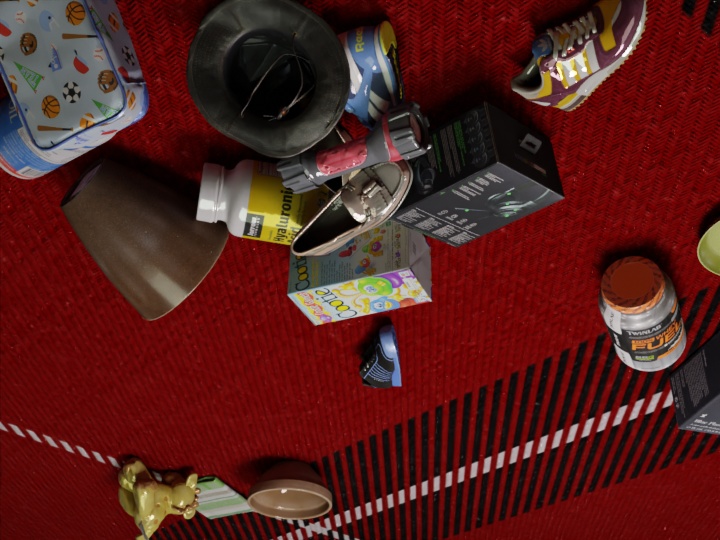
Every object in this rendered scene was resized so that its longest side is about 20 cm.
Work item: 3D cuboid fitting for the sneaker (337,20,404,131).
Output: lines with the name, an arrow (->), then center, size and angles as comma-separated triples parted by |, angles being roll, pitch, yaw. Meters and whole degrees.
sneaker -> 0.012, -0.224, 1.213 | 0.082, 0.074, 0.201 | -3, 138, 10

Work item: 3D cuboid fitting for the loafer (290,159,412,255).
loafer -> -0.014, -0.076, 1.258 | 0.200, 0.063, 0.072 | -38, 86, 33

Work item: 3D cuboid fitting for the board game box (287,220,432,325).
board game box -> 0.000, 0.000, 1.486 | 0.199, 0.106, 0.103 | -12, 145, 20

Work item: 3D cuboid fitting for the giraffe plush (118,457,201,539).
giraffe plush -> -0.470, 0.537, 2.300 | 0.161, 0.201, 0.173 | -13, 152, -33

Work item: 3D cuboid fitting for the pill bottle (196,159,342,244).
pill bottle -> -0.129, -0.097, 1.369 | 0.198, 0.112, 0.112 | 8, 145, -9

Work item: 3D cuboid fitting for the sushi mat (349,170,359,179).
sushi mat -> 0.030, -0.094, 1.451 | 0.095, 0.012, 0.201 | 1, 146, 0

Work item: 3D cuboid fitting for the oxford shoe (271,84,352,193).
oxford shoe -> -0.068, -0.180, 1.275 | 0.070, 0.074, 0.200 | -18, 140, 31

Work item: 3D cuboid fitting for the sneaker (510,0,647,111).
sneaker -> 0.254, -0.264, 1.135 | 0.089, 0.075, 0.200 | 9, 145, -19

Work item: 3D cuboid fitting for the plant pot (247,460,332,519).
plant pot -> -0.165, 0.512, 2.281 | 0.199, 0.093, 0.201 | 1, 146, 0

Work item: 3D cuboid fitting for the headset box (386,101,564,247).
headset box -> 0.152, -0.125, 1.294 | 0.199, 0.093, 0.174 | -25, 153, 35

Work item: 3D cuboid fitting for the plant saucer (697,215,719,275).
plant saucer -> 0.613, -0.054, 1.464 | 0.198, 0.031, 0.201 | 1, 145, 1

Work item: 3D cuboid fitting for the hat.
hat -> -0.105, -0.241, 1.169 | 0.199, 0.081, 0.202 | 2, 107, 8

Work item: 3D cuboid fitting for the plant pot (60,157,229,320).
plant pot -> -0.325, -0.063, 1.394 | 0.186, 0.188, 0.200 | -27, 121, 36

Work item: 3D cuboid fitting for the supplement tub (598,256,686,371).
supplement tub -> 0.459, 0.070, 1.572 | 0.122, 0.123, 0.200 | -12, 143, 20

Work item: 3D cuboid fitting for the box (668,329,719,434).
box -> 0.712, 0.215, 1.778 | 0.195, 0.118, 0.200 | 9, 144, -11

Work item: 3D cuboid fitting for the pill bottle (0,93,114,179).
pill bottle -> -0.377, -0.201, 1.229 | 0.199, 0.113, 0.112 | -21, 140, 28

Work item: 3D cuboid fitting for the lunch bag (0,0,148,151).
lunch bag -> -0.344, -0.245, 1.110 | 0.159, 0.201, 0.076 | -20, -177, 20

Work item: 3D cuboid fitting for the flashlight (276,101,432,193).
flashlight -> -0.012, -0.150, 1.200 | 0.199, 0.068, 0.068 | -15, 109, 26

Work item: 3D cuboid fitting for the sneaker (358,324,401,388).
sneaker -> 0.033, 0.166, 1.783 | 0.077, 0.071, 0.201 | -7, 146, 1

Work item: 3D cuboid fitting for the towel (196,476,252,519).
towel -> -0.374, 0.573, 2.446 | 0.148, 0.031, 0.200 | -15, 140, 19
